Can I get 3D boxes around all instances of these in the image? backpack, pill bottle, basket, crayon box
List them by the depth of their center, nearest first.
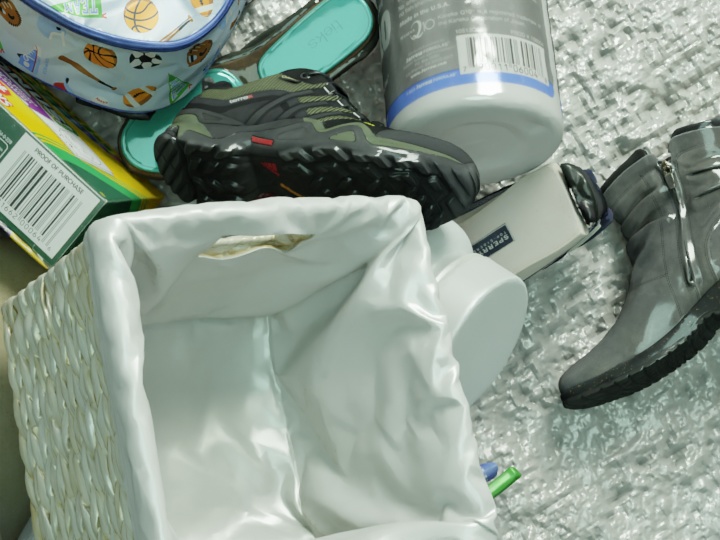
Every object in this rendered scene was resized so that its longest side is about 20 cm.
[{"bbox_3d":[-0.063,0.081,0.715,0.196,0.160,0.203,-6,78,-37],"label":"basket"},{"bbox_3d":[-0.227,-0.093,0.853,0.200,0.173,0.058,43,96,-1],"label":"crayon box"},{"bbox_3d":[-0.148,-0.202,0.857,0.197,0.154,0.193,17,63,-4],"label":"backpack"},{"bbox_3d":[0.000,0.000,0.866,0.199,0.114,0.115,32,87,28],"label":"pill bottle"},{"bbox_3d":[0.066,-0.168,0.890,0.112,0.114,0.203,-2,66,-5],"label":"pill bottle"}]

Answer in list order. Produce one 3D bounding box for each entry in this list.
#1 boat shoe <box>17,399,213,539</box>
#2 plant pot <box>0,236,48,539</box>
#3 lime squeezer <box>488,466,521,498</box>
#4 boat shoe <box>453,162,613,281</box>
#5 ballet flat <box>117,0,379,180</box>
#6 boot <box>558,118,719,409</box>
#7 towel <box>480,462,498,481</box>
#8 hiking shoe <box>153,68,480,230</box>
[{"bbox_3d":[-0.134,0.125,0.785,0.071,0.072,0.201,38,67,-11],"label":"boat shoe"},{"bbox_3d":[-0.223,0.057,0.862,0.134,0.200,0.202,-34,92,-24],"label":"plant pot"},{"bbox_3d":[0.025,0.200,0.916,0.038,0.071,0.200,43,97,10],"label":"lime squeezer"},{"bbox_3d":[0.085,-0.008,0.940,0.198,0.092,0.076,-26,82,25],"label":"boat shoe"},{"bbox_3d":[-0.071,-0.119,0.925,0.198,0.068,0.069,-30,91,-4],"label":"ballet flat"},{"bbox_3d":[0.199,-0.003,0.951,0.199,0.070,0.133,-36,69,14],"label":"boot"},{"bbox_3d":[-0.009,0.168,0.891,0.198,0.145,0.024,-25,84,-5],"label":"towel"},{"bbox_3d":[-0.021,-0.084,0.815,0.197,0.076,0.102,10,52,13],"label":"hiking shoe"}]
